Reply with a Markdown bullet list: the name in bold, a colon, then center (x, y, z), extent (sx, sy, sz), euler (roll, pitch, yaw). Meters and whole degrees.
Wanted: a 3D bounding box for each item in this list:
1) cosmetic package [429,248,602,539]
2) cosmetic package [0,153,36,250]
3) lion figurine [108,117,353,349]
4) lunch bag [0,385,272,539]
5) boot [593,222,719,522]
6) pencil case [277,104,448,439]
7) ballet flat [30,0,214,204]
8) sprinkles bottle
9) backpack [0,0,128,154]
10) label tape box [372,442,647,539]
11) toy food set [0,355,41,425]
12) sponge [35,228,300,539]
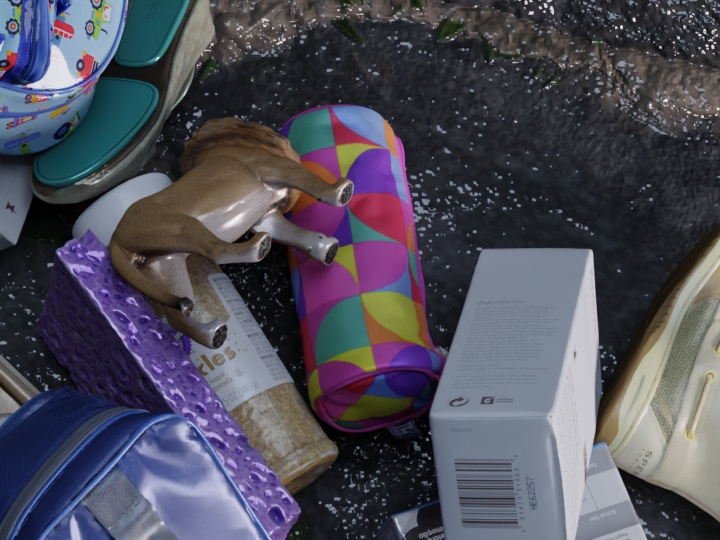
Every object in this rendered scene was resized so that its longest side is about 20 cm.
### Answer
- **cosmetic package**: center (0.092, 0.074, 1.392), extent (0.073, 0.102, 0.200), euler (0, 28, 14)
- **cosmetic package**: center (-0.242, -0.131, 1.451), extent (0.150, 0.052, 0.201), euler (31, 60, -28)
- **lion figurine**: center (-0.086, -0.030, 1.380), extent (0.122, 0.073, 0.200), euler (24, 28, 23)
- **lunch bag**: center (-0.121, 0.171, 1.305), extent (0.136, 0.132, 0.201), euler (-46, 121, -25)
- **boot**: center (0.242, 0.069, 1.507), extent (0.155, 0.073, 0.200), euler (34, 60, -1)
- **pencil case**: center (0.000, 0.000, 1.454), extent (0.088, 0.089, 0.201), euler (-3, 59, -15)
- **ballet flat**: center (-0.133, -0.099, 1.479), extent (0.067, 0.063, 0.201), euler (9, 51, 24)
- **sprinkles bottle**: center (-0.091, 0.041, 1.438), extent (0.068, 0.068, 0.201), euler (-28, 77, -23)
- **backpack**: center (-0.211, -0.161, 1.364), extent (0.199, 0.134, 0.184), euler (16, 68, -34)
- **label tape box**: center (0.110, 0.217, 1.415), extent (0.142, 0.066, 0.201), euler (-16, 71, -19)
- **toy food set**: center (-0.231, 0.102, 1.382), extent (0.200, 0.060, 0.144), euler (43, 65, 6)
- **sponge**: center (-0.112, 0.082, 1.391), extent (0.030, 0.112, 0.200), euler (-32, 78, -26)
